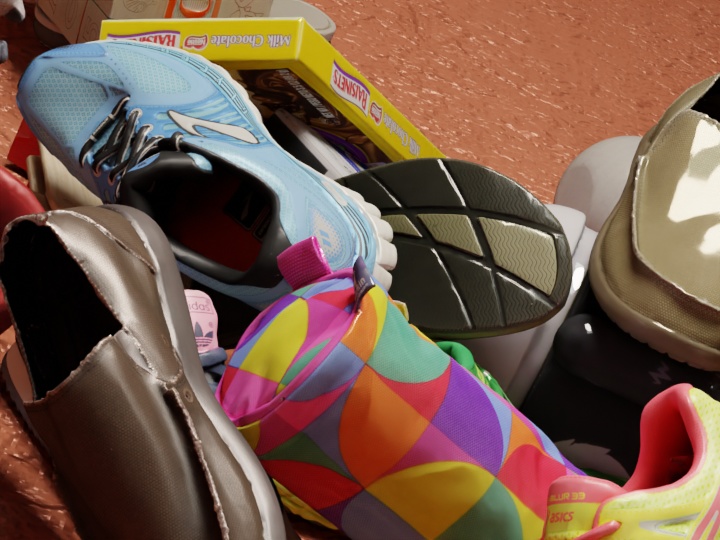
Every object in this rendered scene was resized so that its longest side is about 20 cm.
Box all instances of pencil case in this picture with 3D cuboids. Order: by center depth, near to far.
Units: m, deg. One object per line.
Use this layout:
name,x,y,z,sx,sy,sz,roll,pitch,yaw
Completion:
pencil case,0.036,0.078,1.086,0.200,0.088,0.088,43,14,-21

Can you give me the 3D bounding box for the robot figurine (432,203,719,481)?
robot figurine,0.121,0.053,1.278,0.200,0.150,0.125,27,45,1

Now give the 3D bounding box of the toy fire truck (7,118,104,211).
toy fire truck,-0.133,-0.040,1.308,0.200,0.049,0.141,31,22,10

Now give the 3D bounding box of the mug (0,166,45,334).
mug,-0.197,-0.029,1.083,0.177,0.134,0.200,-4,34,-16

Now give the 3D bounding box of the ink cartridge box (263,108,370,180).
ink cartridge box,0.024,-0.010,1.373,0.095,0.037,0.200,47,11,31

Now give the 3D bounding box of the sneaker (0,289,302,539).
sneaker,-0.073,0.055,1.102,0.070,0.082,0.200,6,29,-43

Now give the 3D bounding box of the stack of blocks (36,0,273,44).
stack of blocks,-0.114,-0.164,1.481,0.115,0.059,0.200,4,26,-30

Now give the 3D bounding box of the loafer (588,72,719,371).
loafer,0.147,-0.030,1.232,0.076,0.067,0.200,22,32,-6

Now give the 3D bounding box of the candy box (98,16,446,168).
candy box,-0.039,-0.076,1.364,0.102,0.026,0.200,3,-15,22

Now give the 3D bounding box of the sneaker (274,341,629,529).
sneaker,0.043,0.078,1.179,0.200,0.084,0.074,18,22,-21

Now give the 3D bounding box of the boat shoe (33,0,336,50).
boat shoe,-0.095,-0.114,1.535,0.200,0.057,0.067,-4,32,-44

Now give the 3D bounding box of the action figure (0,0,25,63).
action figure,-0.249,-0.148,1.333,0.193,0.105,0.200,9,3,15

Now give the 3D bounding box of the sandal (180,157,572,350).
sandal,-0.001,-0.001,1.236,0.201,0.080,0.057,-4,-20,25

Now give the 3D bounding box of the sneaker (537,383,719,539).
sneaker,0.086,0.121,1.028,0.090,0.078,0.200,51,56,-15

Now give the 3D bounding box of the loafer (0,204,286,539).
loafer,-0.090,0.060,1.025,0.071,0.073,0.200,18,40,-49

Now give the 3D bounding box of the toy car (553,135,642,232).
toy car,0.216,-0.029,1.535,0.175,0.150,0.200,14,24,-28

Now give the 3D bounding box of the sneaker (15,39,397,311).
sneaker,-0.076,-0.046,1.197,0.200,0.078,0.090,33,9,31
